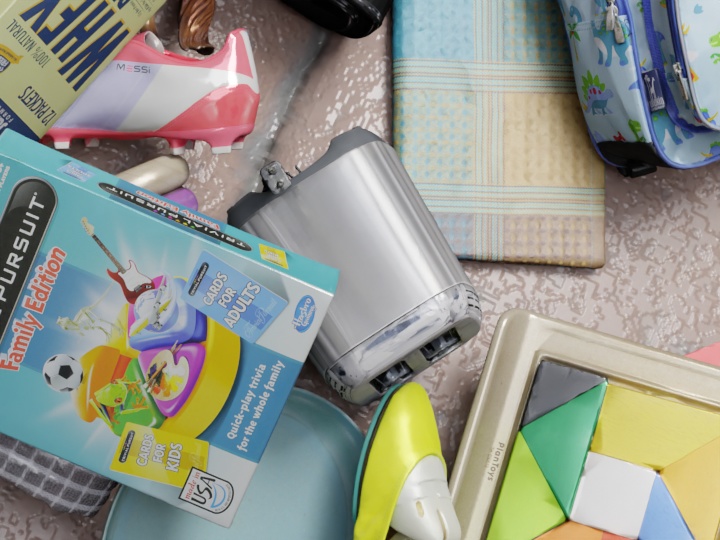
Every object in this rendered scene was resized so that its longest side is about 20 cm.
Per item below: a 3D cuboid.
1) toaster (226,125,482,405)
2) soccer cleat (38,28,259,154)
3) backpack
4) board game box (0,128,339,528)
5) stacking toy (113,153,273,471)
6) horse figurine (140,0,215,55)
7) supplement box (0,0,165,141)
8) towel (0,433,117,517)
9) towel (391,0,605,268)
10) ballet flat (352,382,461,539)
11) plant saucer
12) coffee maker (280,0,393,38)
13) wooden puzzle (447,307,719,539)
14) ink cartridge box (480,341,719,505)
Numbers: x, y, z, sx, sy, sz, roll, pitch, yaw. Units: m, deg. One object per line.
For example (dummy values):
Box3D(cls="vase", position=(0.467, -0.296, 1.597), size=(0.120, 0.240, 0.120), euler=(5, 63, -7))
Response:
Box3D(cls="toaster", position=(0.000, 0.000, 1.483), size=(0.114, 0.200, 0.129), euler=(-33, 81, -1))
Box3D(cls="soccer cleat", position=(-0.158, -0.110, 1.513), size=(0.199, 0.067, 0.077), euler=(3, 96, 10))
Box3D(cls="backpack", position=(0.223, -0.178, 1.576), size=(0.183, 0.147, 0.200), euler=(-21, 97, -23))
Box3D(cls="board game box", position=(-0.133, 0.033, 1.377), size=(0.200, 0.047, 0.151), euler=(23, 107, -4))
Box3D(cls="stacking toy", position=(-0.108, 0.035, 1.522), size=(0.085, 0.085, 0.200), euler=(-24, 93, -17))
Box3D(cls="horse figurine", position=(-0.168, -0.197, 1.558), size=(0.200, 0.050, 0.133), euler=(27, 70, 1))
Box3D(cls="supplement box", position=(-0.219, -0.212, 1.455), size=(0.200, 0.134, 0.200), euler=(41, 86, 20))
Box3D(cls="towel", position=(-0.200, 0.030, 1.446), size=(0.200, 0.086, 0.166), euler=(28, 110, -5))
Box3D(cls="towel", position=(0.090, -0.103, 1.621), size=(0.146, 0.022, 0.201), euler=(3, 80, -13))
Box3D(cls="ballet flat", position=(0.023, 0.169, 1.493), size=(0.067, 0.067, 0.200), euler=(18, 89, 32))
Box3D(cls="plant saucer", position=(-0.072, 0.163, 1.487), size=(0.200, 0.027, 0.201), euler=(-7, 103, -33))
Box3D(cls="coffee maker", position=(0.021, -0.249, 1.558), size=(0.192, 0.135, 0.200), euler=(28, 83, 15))
Box3D(cls="wooden puzzle", position=(0.155, 0.135, 1.517), size=(0.200, 0.037, 0.185), euler=(17, 84, 2))
Box3D(cls="ink cartridge box", position=(0.185, 0.142, 1.554), size=(0.200, 0.050, 0.161), euler=(-22, 84, 3))
